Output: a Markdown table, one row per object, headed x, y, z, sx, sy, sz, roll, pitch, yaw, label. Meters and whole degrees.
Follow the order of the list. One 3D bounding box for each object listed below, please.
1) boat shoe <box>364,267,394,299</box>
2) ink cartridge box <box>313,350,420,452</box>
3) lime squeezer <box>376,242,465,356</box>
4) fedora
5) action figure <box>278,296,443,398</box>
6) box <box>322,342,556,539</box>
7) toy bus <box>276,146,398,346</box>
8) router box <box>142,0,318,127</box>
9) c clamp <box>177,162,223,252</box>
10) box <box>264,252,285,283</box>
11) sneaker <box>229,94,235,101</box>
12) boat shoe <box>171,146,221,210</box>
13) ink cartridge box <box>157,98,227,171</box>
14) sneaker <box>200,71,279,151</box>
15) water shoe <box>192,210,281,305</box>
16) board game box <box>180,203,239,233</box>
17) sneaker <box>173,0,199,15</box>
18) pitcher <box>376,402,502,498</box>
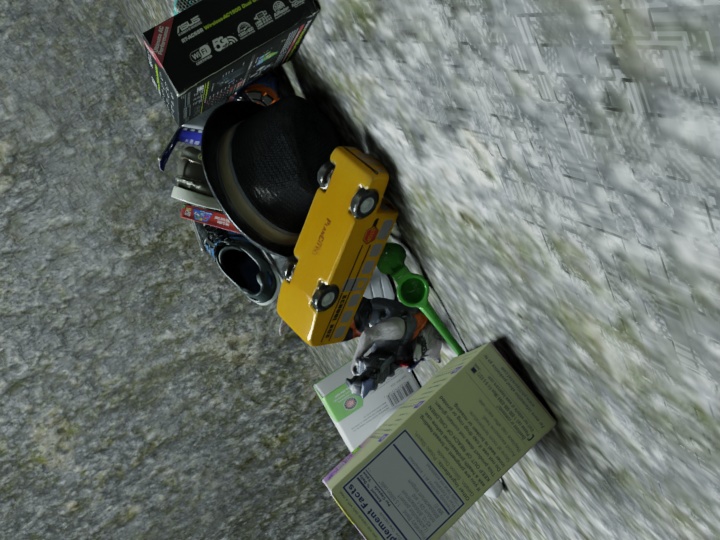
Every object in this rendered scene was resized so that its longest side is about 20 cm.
| x | y | z | sx | sy | sz | roll | pitch | yaw | label |
| --- | --- | --- | --- | --- | --- | --- | --- | --- | --- |
| 0.000 | 0.000 | 1.082 | 0.202 | 0.071 | 0.072 | 87 | 160 | -50 | boat shoe |
| 0.037 | 0.237 | 1.333 | 0.203 | 0.144 | 0.084 | 62 | 170 | -14 | ink cartridge box |
| 0.048 | 0.013 | 0.922 | 0.201 | 0.037 | 0.071 | 55 | 170 | 22 | lime squeezer |
| -0.077 | -0.117 | 0.892 | 0.199 | 0.091 | 0.204 | 30 | -138 | -30 | fedora |
| 0.006 | 0.066 | 0.966 | 0.189 | 0.107 | 0.200 | 16 | -166 | 7 | action figure |
| 0.068 | 0.179 | 0.815 | 0.097 | 0.199 | 0.176 | 49 | 169 | 5 | box |
| -0.022 | -0.022 | 0.855 | 0.065 | 0.077 | 0.203 | 40 | 118 | 34 | toy bus |
| -0.130 | -0.217 | 0.812 | 0.063 | 0.148 | 0.200 | 59 | 170 | -8 | router box |
| -0.166 | -0.086 | 1.122 | 0.196 | 0.027 | 0.173 | 6 | 137 | 28 | c clamp |
| -0.129 | -0.101 | 1.286 | 0.201 | 0.105 | 0.153 | 53 | 169 | 32 | box |
| -0.207 | -0.255 | 1.197 | 0.203 | 0.114 | 0.076 | 61 | 170 | -15 | sneaker |
| -0.117 | -0.092 | 0.959 | 0.072 | 0.198 | 0.062 | 17 | 96 | 56 | boat shoe |
| -0.182 | -0.207 | 1.009 | 0.040 | 0.203 | 0.199 | 27 | 178 | -13 | ink cartridge box |
| -0.151 | -0.182 | 1.082 | 0.075 | 0.080 | 0.200 | 30 | 137 | -18 | sneaker |
| -0.190 | -0.036 | 1.241 | 0.200 | 0.072 | 0.079 | 45 | -177 | 21 | water shoe |
| -0.125 | -0.049 | 1.005 | 0.102 | 0.020 | 0.198 | 12 | -178 | -42 | board game box |
| -0.222 | -0.381 | 0.962 | 0.202 | 0.090 | 0.078 | 59 | 169 | 0 | sneaker |
| 0.108 | 0.264 | 1.194 | 0.171 | 0.121 | 0.200 | 44 | 159 | -2 | pitcher |
